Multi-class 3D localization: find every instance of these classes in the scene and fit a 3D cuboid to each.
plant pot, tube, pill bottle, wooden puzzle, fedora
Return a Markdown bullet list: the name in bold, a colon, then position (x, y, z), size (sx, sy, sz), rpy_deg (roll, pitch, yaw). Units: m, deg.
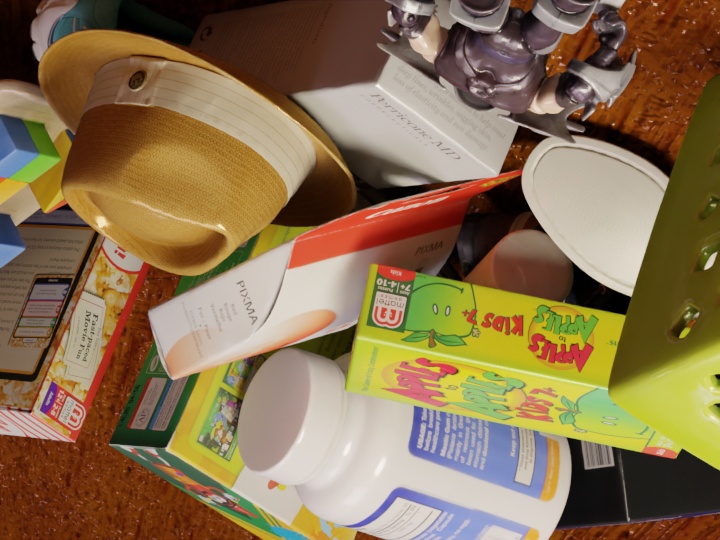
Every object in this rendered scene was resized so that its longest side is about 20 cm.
- **plant pot**: position (0.265, 0.001, 1.372), size (0.198, 0.201, 0.181), rpy_deg (28, 153, -17)
- **tube**: position (0.075, 0.030, 1.710), size (0.058, 0.052, 0.200), rpy_deg (62, 159, 12)
- **pill bottle**: position (0.026, 0.115, 1.799), size (0.199, 0.113, 0.112), rpy_deg (21, 164, -31)
- **wooden puzzle**: position (-0.233, -0.047, 1.759), size (0.200, 0.046, 0.185), rpy_deg (-30, 165, 20)
- **fedora**: position (-0.102, -0.053, 1.571), size (0.200, 0.082, 0.201), rpy_deg (22, 158, 9)

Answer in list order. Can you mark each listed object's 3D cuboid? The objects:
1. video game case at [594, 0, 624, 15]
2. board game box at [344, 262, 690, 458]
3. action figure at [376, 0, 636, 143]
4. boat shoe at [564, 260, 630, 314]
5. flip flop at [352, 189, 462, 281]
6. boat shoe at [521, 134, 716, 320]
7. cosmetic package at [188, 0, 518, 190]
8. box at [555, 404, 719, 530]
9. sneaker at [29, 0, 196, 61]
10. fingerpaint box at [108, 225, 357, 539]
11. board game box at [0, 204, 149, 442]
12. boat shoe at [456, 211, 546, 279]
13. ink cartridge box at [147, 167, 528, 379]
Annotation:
- **video game case**: position (0.061, -0.195, 1.320), size (0.182, 0.023, 0.200), rpy_deg (22, 162, -2)
- **board game box**: position (0.095, 0.053, 1.619), size (0.199, 0.048, 0.102), rpy_deg (11, 161, 0)
- **action figure**: position (0.075, -0.121, 1.378), size (0.130, 0.070, 0.200), rpy_deg (15, 166, -3)
- **boat shoe**: position (0.160, 0.025, 1.713), size (0.062, 0.074, 0.200), rpy_deg (61, 176, 28)
- **flip flop**: position (0.011, -0.009, 1.776), size (0.081, 0.058, 0.200), rpy_deg (43, 175, 40)
- **boat shoe**: position (0.183, -0.017, 1.605), size (0.199, 0.074, 0.060), rpy_deg (27, -162, 0)
- **cosmetic package**: position (-0.009, -0.098, 1.579), size (0.102, 0.074, 0.200), rpy_deg (35, 158, -31)
- **box**: position (0.176, 0.131, 1.904), size (0.141, 0.079, 0.200), rpy_deg (-7, 176, -29)
- **sneaker**: position (-0.106, -0.100, 1.680), size (0.079, 0.078, 0.200), rpy_deg (-11, 143, 45)
- **fingerpaint box**: position (-0.050, 0.064, 1.862), size (0.167, 0.201, 0.073), rpy_deg (34, 159, -34)
- **board game box**: position (-0.216, 0.012, 1.902), size (0.151, 0.201, 0.046), rpy_deg (3, 154, 44)
- **boat shoe**: position (0.106, 0.020, 1.788), size (0.065, 0.073, 0.200), rpy_deg (18, 152, 24)
- **ink cartridge box**: position (0.000, 0.000, 1.627), size (0.200, 0.050, 0.162), rpy_deg (-21, 176, 42)
